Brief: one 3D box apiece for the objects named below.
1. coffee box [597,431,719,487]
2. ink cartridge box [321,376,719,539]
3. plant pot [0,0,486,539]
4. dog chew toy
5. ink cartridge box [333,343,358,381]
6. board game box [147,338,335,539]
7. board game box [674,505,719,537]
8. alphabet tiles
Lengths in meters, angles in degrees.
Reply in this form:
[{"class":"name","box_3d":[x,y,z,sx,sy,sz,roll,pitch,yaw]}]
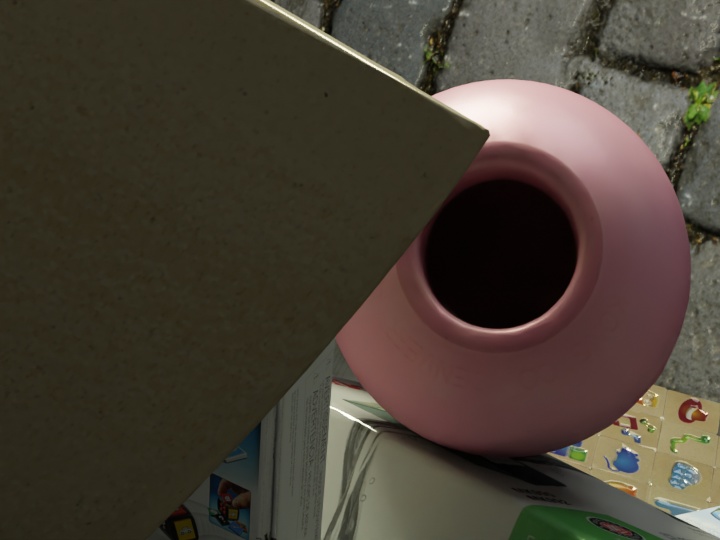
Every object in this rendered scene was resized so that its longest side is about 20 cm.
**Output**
[{"class":"coffee box","box_3d":[0.130,0.127,1.102,0.198,0.081,0.113,22,3,19]},{"class":"ink cartridge box","box_3d":[0.045,0.109,0.663,0.199,0.085,0.145,24,4,42]},{"class":"plant pot","box_3d":[-0.129,-0.019,0.417,0.199,0.178,0.199,23,9,-38]},{"class":"dog chew toy","box_3d":[0.054,0.005,0.665,0.123,0.126,0.200,22,-4,9]},{"class":"ink cartridge box","box_3d":[0.000,0.000,0.780,0.199,0.146,0.048,-19,63,-33]},{"class":"board game box","box_3d":[-0.101,0.036,0.581,0.199,0.127,0.035,23,39,23]},{"class":"board game box","box_3d":[0.195,0.150,0.838,0.198,0.037,0.151,-8,17,-29]},{"class":"alphabet tiles","box_3d":[0.140,0.114,1.002,0.165,0.008,0.200,15,30,8]}]
